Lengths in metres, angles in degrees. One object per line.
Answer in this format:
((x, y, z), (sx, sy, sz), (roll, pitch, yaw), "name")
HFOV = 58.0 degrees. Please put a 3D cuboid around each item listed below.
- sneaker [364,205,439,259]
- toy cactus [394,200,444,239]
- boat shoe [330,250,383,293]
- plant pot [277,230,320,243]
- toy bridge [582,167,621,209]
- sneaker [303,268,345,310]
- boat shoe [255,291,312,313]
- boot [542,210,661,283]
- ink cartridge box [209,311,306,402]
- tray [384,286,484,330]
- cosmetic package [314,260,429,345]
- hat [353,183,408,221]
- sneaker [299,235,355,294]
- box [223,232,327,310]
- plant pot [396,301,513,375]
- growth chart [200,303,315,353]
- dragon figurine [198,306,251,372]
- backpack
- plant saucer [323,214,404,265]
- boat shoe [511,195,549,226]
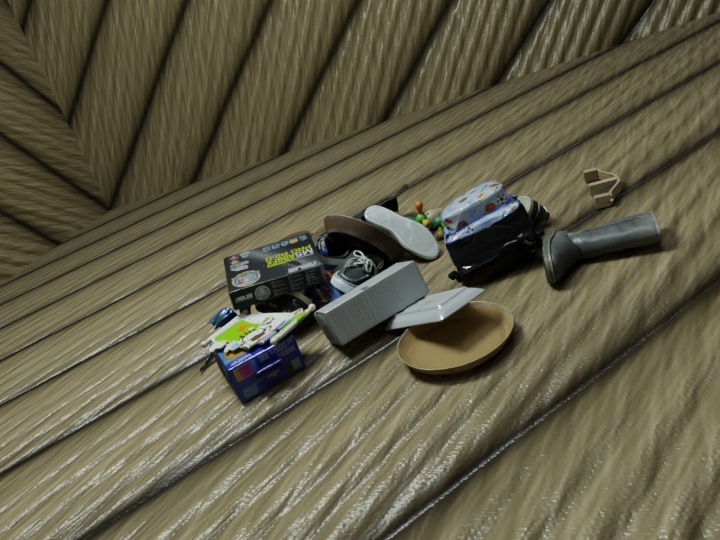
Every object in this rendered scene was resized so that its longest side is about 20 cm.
((0.095, -0.067, 1.495), (0.198, 0.100, 0.071), (32, 61, 21), "sneaker")
((0.150, -0.122, 1.576), (0.198, 0.104, 0.164), (-14, 10, 41), "toy cactus")
((0.002, 0.001, 1.342), (0.073, 0.069, 0.199), (31, 17, 19), "boat shoe")
((-0.155, -0.038, 1.636), (0.197, 0.094, 0.201), (-18, 20, 7), "plant pot")
((0.538, -0.186, 1.433), (0.066, 0.028, 0.201), (-13, 23, 16), "toy bridge")
((-0.057, 0.058, 1.356), (0.074, 0.080, 0.200), (15, 14, -36), "sneaker")
((-0.178, 0.083, 1.382), (0.199, 0.071, 0.069), (-3, 58, 56), "boat shoe")
((0.427, -0.043, 1.153), (0.196, 0.074, 0.182), (-4, 28, 23), "boot")
((-0.190, 0.161, 1.213), (0.135, 0.077, 0.199), (-28, 24, -18), "ink cartridge box")
((0.122, 0.064, 1.142), (0.107, 0.022, 0.199), (-32, 5, -27), "tray")
((0.020, 0.059, 1.219), (0.198, 0.075, 0.101), (-32, 6, -16), "cosmetic package")
((0.061, -0.140, 1.679), (0.199, 0.082, 0.201), (-33, 5, 3), "hat")
((-0.091, -0.019, 1.474), (0.196, 0.116, 0.081), (-15, 41, 16), "sneaker")
((-0.180, -0.002, 1.351), (0.196, 0.045, 0.161), (-17, 30, -7), "box")
((0.157, 0.113, 1.067), (0.197, 0.028, 0.201), (-18, 22, 7), "plant pot")
((-0.195, 0.109, 1.214), (0.197, 0.018, 0.145), (-5, 26, 35), "growth chart")
((-0.278, 0.115, 1.354), (0.199, 0.100, 0.059), (-37, 25, -16), "dragon figurine")
((0.245, -0.088, 1.306), (0.197, 0.156, 0.191), (-23, 5, 9), "backpack")
((0.002, -0.062, 1.458), (0.198, 0.199, 0.035), (6, 66, 50), "plant saucer")
((0.344, -0.130, 1.455), (0.066, 0.073, 0.200), (12, 3, -20), "boat shoe")
